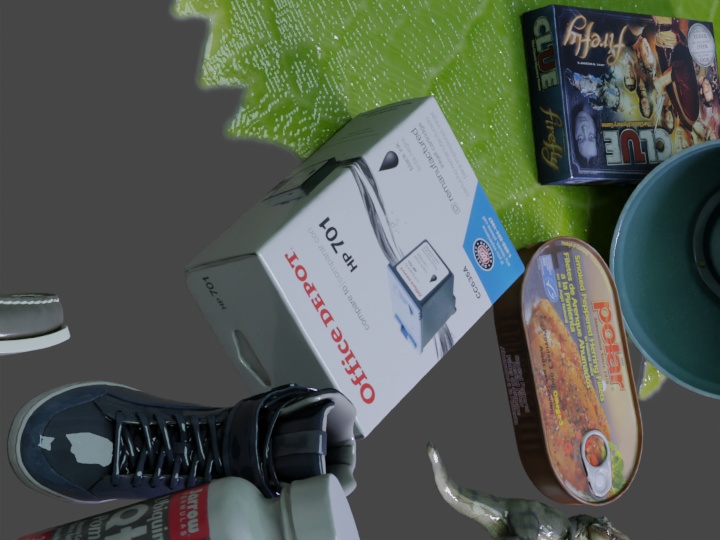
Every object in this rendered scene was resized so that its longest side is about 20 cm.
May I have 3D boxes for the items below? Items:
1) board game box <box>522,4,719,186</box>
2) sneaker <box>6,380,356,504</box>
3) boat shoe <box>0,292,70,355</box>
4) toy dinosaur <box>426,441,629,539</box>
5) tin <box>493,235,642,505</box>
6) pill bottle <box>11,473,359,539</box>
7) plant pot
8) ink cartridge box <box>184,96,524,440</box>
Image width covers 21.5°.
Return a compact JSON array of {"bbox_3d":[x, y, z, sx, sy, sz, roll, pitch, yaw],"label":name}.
[{"bbox_3d":[0.215,-0.135,1.513,0.199,0.034,0.137,-2,84,-42],"label":"board game box"},{"bbox_3d":[-0.093,0.103,1.124,0.201,0.146,0.078,8,79,-39],"label":"sneaker"},{"bbox_3d":[-0.250,0.020,1.045,0.200,0.072,0.061,-2,89,-38],"label":"boat shoe"},{"bbox_3d":[0.113,0.196,1.360,0.199,0.047,0.089,26,57,-35],"label":"toy dinosaur"},{"bbox_3d":[0.156,0.076,1.423,0.111,0.042,0.202,-10,89,-38],"label":"tin"},{"bbox_3d":[-0.099,0.180,1.058,0.111,0.198,0.112,-17,90,-85],"label":"pill bottle"},{"bbox_3d":[0.306,-0.010,1.488,0.134,0.199,0.202,-26,101,-69],"label":"plant pot"},{"bbox_3d":[0.000,0.000,1.265,0.200,0.085,0.147,-44,112,-39],"label":"ink cartridge box"}]
